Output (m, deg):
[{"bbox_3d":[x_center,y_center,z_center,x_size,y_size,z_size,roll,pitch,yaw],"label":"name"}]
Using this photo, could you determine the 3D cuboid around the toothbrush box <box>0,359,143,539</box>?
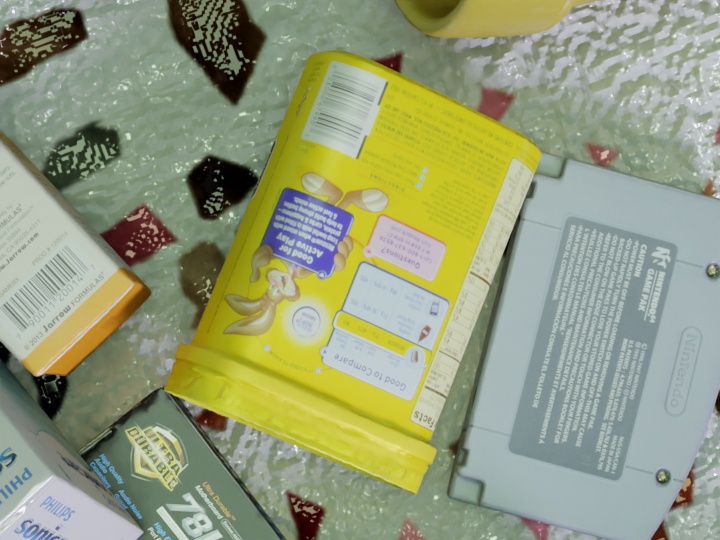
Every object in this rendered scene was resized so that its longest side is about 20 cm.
[{"bbox_3d":[-0.218,0.077,1.050,0.085,0.146,0.200,-43,70,-4],"label":"toothbrush box"}]

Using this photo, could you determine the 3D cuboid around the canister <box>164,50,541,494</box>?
[{"bbox_3d":[0.000,0.000,1.113,0.148,0.086,0.201,24,83,-18],"label":"canister"}]

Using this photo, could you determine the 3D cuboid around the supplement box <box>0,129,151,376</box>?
[{"bbox_3d":[-0.207,-0.038,1.096,0.074,0.126,0.200,-43,88,-3],"label":"supplement box"}]

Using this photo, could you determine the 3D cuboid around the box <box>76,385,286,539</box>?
[{"bbox_3d":[-0.124,0.200,1.123,0.198,0.050,0.200,-38,88,-5],"label":"box"}]

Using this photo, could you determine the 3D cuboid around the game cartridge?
[{"bbox_3d":[0.135,0.046,1.152,0.132,0.042,0.201,16,86,-6],"label":"game cartridge"}]

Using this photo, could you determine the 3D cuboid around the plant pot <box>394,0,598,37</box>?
[{"bbox_3d":[0.122,-0.227,1.098,0.188,0.201,0.202,-3,86,-17],"label":"plant pot"}]
